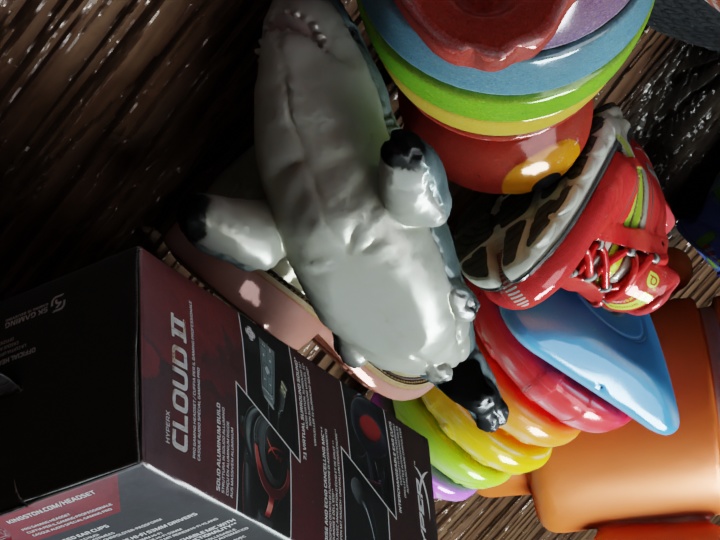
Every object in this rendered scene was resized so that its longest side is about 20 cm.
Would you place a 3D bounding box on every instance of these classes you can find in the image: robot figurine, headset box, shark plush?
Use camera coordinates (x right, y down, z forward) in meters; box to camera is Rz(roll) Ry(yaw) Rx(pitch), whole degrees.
[{"bbox_3d":[0.150,0.073,0.937,0.198,0.144,0.117,-7,125,7],"label":"robot figurine"},{"bbox_3d":[-0.084,0.076,0.596,0.148,0.076,0.200,-21,147,25],"label":"headset box"},{"bbox_3d":[0.022,-0.012,0.647,0.090,0.084,0.200,-26,127,27],"label":"shark plush"}]

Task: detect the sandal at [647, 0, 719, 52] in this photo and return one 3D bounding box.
[{"bbox_3d":[0.190,-0.117,0.772,0.075,0.198,0.046,167,-62,-71],"label":"sandal"}]

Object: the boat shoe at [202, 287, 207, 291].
[{"bbox_3d":[-0.074,0.059,0.712,0.062,0.072,0.200,-3,156,10],"label":"boat shoe"}]

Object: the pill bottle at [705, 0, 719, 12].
[{"bbox_3d":[0.169,-0.132,0.634,0.112,0.200,0.113,-33,151,-22],"label":"pill bottle"}]

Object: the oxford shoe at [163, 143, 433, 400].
[{"bbox_3d":[0.000,0.000,0.726,0.074,0.071,0.200,-53,154,3],"label":"oxford shoe"}]

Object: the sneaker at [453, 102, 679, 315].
[{"bbox_3d":[0.102,-0.017,0.755,0.077,0.085,0.200,-35,-178,24],"label":"sneaker"}]

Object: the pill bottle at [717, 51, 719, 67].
[{"bbox_3d":[0.243,-0.031,0.863,0.113,0.202,0.114,-8,172,-1],"label":"pill bottle"}]

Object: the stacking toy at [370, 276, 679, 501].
[{"bbox_3d":[0.047,0.072,0.862,0.116,0.110,0.200,31,118,-27],"label":"stacking toy"}]

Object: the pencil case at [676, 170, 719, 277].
[{"bbox_3d":[0.256,-0.074,0.975,0.201,0.078,0.087,-57,180,21],"label":"pencil case"}]

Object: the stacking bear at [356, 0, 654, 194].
[{"bbox_3d":[0.051,-0.092,0.628,0.121,0.114,0.200,-29,162,-10],"label":"stacking bear"}]
